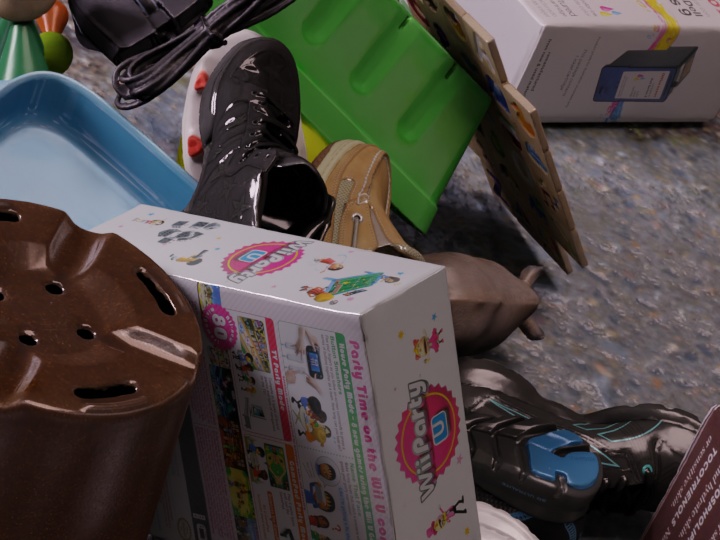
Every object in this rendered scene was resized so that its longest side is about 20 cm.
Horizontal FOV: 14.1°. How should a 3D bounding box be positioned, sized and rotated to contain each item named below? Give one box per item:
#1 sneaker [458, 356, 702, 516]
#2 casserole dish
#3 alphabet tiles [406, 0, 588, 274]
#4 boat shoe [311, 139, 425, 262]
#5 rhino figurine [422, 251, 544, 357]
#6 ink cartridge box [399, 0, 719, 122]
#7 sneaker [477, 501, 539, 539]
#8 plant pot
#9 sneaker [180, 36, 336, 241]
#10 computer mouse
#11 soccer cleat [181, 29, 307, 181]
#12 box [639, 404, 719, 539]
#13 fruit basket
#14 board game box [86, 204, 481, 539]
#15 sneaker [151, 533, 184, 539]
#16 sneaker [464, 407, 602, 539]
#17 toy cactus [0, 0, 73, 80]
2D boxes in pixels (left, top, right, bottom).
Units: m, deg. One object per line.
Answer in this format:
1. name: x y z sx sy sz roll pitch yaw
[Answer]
1. sneaker: 0.120 0.114 1.618 0.199 0.076 0.079 14 44 1
2. casserole dish: -0.141 -0.018 1.534 0.200 0.039 0.121 41 53 4
3. alphabet tiles: 0.081 -0.092 1.779 0.006 0.200 0.167 -31 43 -8
4. boat shoe: 0.000 0.000 1.546 0.076 0.072 0.200 -3 39 18
5. rhino figurine: 0.056 0.021 1.673 0.087 0.060 0.200 -7 -3 22
6. ink cartridge box: 0.153 -0.177 2.026 0.199 0.088 0.145 0 40 -36
7. sneaker: 0.015 0.156 1.491 0.199 0.078 0.099 30 50 7
8. plant pot: -0.174 0.088 1.331 0.199 0.199 0.201 16 34 -11
9. sneaker: -0.047 -0.042 1.491 0.060 0.104 0.201 34 59 -29
10. computer mouse: -0.100 -0.166 1.629 0.046 0.140 0.200 57 -1 -24
11. soccer cleat: -0.055 -0.035 1.621 0.069 0.201 0.078 -9 6 11
12. box: 0.245 0.200 1.477 0.165 0.165 0.200 10 36 -22
13. fruit basket: -0.048 -0.087 1.725 0.215 0.217 0.155 9 14 -23
14. board game box: -0.045 0.060 1.368 0.199 0.148 0.064 12 29 41
15. sneaker: -0.052 0.174 1.375 0.082 0.075 0.200 -21 38 6
16. sneaker: 0.028 0.100 1.547 0.199 0.082 0.073 27 34 19
17. toy cactus: -0.202 -0.141 1.627 0.102 0.165 0.201 6 53 -7
